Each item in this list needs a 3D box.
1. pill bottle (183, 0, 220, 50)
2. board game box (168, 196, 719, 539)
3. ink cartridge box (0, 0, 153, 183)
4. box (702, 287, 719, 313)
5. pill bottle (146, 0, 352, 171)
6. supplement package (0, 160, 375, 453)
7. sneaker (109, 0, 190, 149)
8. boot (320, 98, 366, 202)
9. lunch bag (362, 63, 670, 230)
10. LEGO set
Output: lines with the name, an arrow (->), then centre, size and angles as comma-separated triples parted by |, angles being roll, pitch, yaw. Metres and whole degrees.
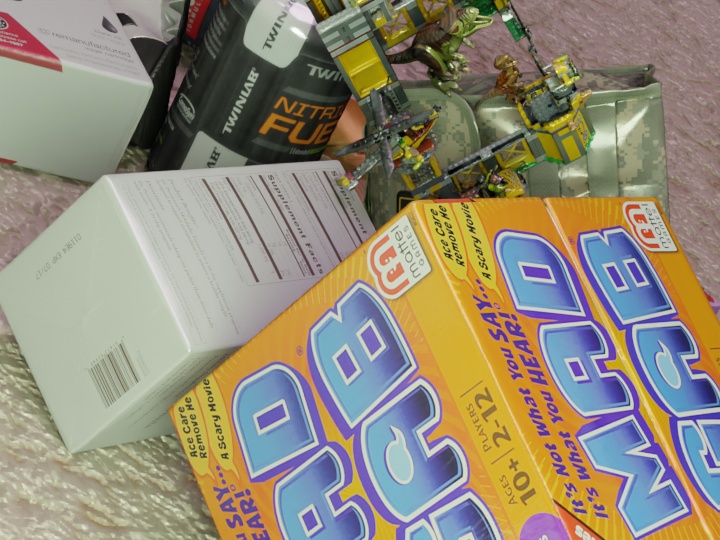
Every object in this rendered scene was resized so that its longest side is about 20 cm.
pill bottle -> -0.088, -0.212, 1.686 | 0.199, 0.120, 0.120 | 31, 25, 4
board game box -> 0.067, 0.101, 1.121 | 0.199, 0.200, 0.201 | -3, 61, -48
ink cartridge box -> -0.238, -0.157, 1.467 | 0.144, 0.084, 0.201 | 11, 31, -33
box -> 0.160, -0.021, 1.693 | 0.136, 0.039, 0.200 | 0, 38, -47
pill bottle -> -0.056, -0.130, 1.473 | 0.105, 0.201, 0.106 | 22, 25, -11
supplement package -> -0.082, 0.016, 1.254 | 0.199, 0.114, 0.110 | -7, 65, -51
sneaker -> -0.169, -0.145, 1.552 | 0.088, 0.075, 0.200 | 10, 27, -5
boot -> -0.006, -0.096, 1.605 | 0.143, 0.071, 0.202 | -5, 56, -39
lunch bag -> 0.097, -0.043, 1.443 | 0.198, 0.166, 0.118 | -3, 12, 5
LEGO set -> 0.044, -0.135, 1.330 | 0.116, 0.153, 0.201 | 57, 15, -53
